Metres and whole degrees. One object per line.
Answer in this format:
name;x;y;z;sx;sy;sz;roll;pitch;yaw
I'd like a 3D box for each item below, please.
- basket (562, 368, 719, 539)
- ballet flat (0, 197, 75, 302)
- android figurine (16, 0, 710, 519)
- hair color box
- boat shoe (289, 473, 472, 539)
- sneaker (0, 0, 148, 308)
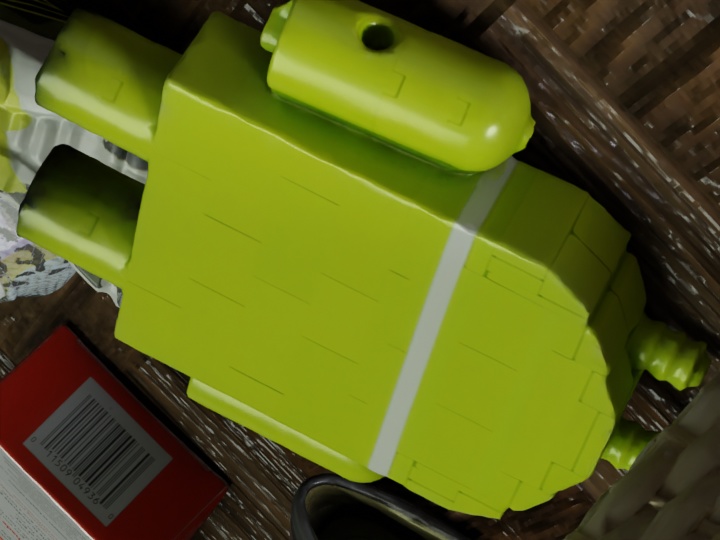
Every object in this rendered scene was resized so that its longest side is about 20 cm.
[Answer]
basket;0.121;0.155;0.689;0.198;0.200;0.161;26;150;39
ballet flat;-0.165;-0.006;1.105;0.072;0.072;0.200;51;158;-15
android figurine;0.000;0.000;0.790;0.199;0.041;0.182;24;142;7
hair color box;-0.129;0.103;1.242;0.102;0.061;0.200;45;158;2
boat shoe;0.043;0.142;0.980;0.200;0.073;0.065;33;161;30
sneaker;-0.085;-0.050;0.894;0.199;0.085;0.075;28;113;1
